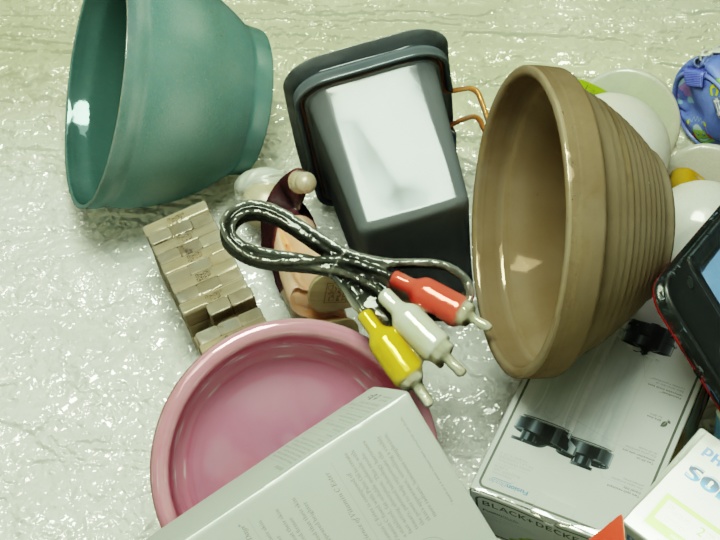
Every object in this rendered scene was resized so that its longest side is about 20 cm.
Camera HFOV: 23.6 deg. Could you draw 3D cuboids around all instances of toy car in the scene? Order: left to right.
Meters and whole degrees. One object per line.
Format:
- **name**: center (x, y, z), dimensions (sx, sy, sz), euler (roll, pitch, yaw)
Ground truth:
- **toy car**: center (0.198, -0.046, 1.272), dimensions (0.200, 0.150, 0.175), euler (43, 21, -2)

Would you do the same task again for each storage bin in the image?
- **storage bin**: center (0.035, -0.065, 1.285), dimensions (0.145, 0.200, 0.135), euler (-16, 66, -2)

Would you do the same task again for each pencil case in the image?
- **pencil case**: center (0.337, -0.176, 1.382), dimensions (0.200, 0.087, 0.078), euler (-36, 34, -18)

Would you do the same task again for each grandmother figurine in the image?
- **grandmother figurine**: center (-0.052, -0.022, 1.309), dimensions (0.060, 0.122, 0.200), euler (5, 27, -25)

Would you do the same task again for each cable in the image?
- **cable**: center (0.000, 0.000, 1.168), dimensions (0.200, 0.050, 0.097), euler (38, 75, 7)

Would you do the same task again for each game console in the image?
- **game console**: center (0.305, 0.022, 1.104), dimensions (0.173, 0.118, 0.200), euler (57, 41, -7)

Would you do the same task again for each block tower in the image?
- **block tower**: center (-0.100, 0.044, 1.293), dimensions (0.054, 0.058, 0.201), euler (-23, 58, -8)

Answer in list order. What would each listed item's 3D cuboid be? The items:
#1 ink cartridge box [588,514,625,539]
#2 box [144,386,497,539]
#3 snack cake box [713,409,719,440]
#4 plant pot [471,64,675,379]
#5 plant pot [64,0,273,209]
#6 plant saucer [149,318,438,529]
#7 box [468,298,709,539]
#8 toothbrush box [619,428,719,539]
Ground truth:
- **ink cartridge box**: center (0.091, 0.251, 1.012), dimensions (0.057, 0.200, 0.163), euler (11, 53, -16)
- **box**: center (-0.030, 0.181, 1.115), dimensions (0.199, 0.097, 0.125), euler (-32, 95, -11)
- **snack cake box**: center (0.339, 0.126, 1.155), dimensions (0.199, 0.115, 0.067), euler (-13, 54, -3)
- **plant pot**: center (0.143, -0.030, 1.122), dimensions (0.092, 0.201, 0.202), euler (2, 54, -14)
- **plant pot**: center (-0.148, -0.142, 1.370), dimensions (0.133, 0.201, 0.201), euler (5, 52, -22)
- **plant saucer**: center (-0.047, 0.134, 1.188), dimensions (0.199, 0.051, 0.202), euler (0, 88, -12)
- **box**: center (0.164, 0.099, 1.162), dimensions (0.116, 0.060, 0.201), euler (18, 59, 18)
- **toothbrush box**: center (0.238, 0.210, 1.057), dimensions (0.145, 0.200, 0.086), euler (36, 66, 26)
